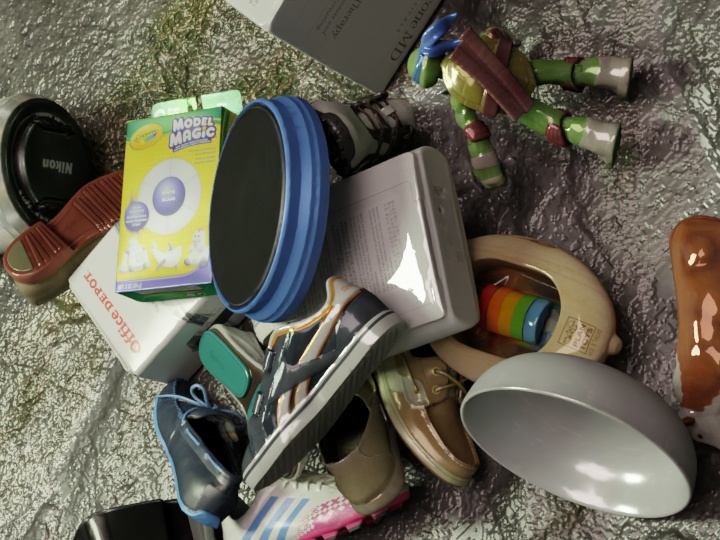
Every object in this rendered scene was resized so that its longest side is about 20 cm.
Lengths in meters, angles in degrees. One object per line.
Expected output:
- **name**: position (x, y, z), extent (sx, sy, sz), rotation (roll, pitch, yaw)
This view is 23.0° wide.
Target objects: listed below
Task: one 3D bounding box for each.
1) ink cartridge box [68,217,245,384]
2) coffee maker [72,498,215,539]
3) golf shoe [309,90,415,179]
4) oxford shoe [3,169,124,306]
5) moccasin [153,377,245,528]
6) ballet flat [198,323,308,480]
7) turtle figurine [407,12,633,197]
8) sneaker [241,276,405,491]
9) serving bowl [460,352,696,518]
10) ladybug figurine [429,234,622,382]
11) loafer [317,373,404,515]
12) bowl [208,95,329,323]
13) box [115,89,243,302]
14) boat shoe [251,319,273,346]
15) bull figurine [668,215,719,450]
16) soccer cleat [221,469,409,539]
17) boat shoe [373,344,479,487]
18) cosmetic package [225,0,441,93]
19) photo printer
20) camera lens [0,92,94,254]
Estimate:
- **ink cartridge box**: position (-0.174, -0.006, 1.753), extent (0.200, 0.084, 0.144), rotation (-47, 59, 12)
- **coffee maker**: position (-0.201, 0.320, 1.624), extent (0.135, 0.192, 0.201), rotation (-43, 56, 35)
- **golf shoe**: position (0.001, -0.134, 1.614), extent (0.094, 0.200, 0.078), rotation (-34, 88, 4)
- **oxford shoe**: position (-0.271, -0.037, 1.814), extent (0.200, 0.075, 0.070), rotation (-31, 54, -15)
- **moccasin**: position (-0.141, 0.162, 1.676), extent (0.068, 0.080, 0.200), rotation (-52, 35, 17)
- **ballet flat**: position (-0.083, 0.117, 1.667), extent (0.070, 0.069, 0.200), rotation (-50, 48, 12)
- **turtle figurine**: position (0.141, -0.144, 1.587), extent (0.193, 0.201, 0.144), rotation (11, 39, 11)
- **sneaker**: position (-0.049, 0.094, 1.507), extent (0.079, 0.078, 0.200), rotation (43, 105, 16)
- **serving bowl**: position (0.184, 0.124, 1.440), extent (0.199, 0.200, 0.066), rotation (8, 59, 34)
- **ladybug figurine**: position (0.143, 0.043, 1.545), extent (0.199, 0.072, 0.136), rotation (22, 86, 35)
- **loafer**: position (-0.009, 0.129, 1.590), extent (0.076, 0.068, 0.200), rotation (-32, 37, 7)
- **bowl**: position (-0.085, -0.054, 1.555), extent (0.200, 0.039, 0.202), rotation (-174, 90, -65)
- **box**: position (-0.170, -0.075, 1.692), extent (0.117, 0.048, 0.201), rotation (-6, 72, 29)
- **boat shoe**: position (-0.035, -0.010, 1.674), extent (0.201, 0.070, 0.072), rotation (-40, 66, 22)
- **bull figurine**: position (0.305, 0.045, 1.450), extent (0.121, 0.065, 0.201), rotation (-12, 74, 25)
- **soccer cleat**: position (-0.050, 0.212, 1.623), extent (0.199, 0.070, 0.087), rotation (-25, 79, 27)
- **boat shoe**: position (0.058, 0.099, 1.586), extent (0.066, 0.074, 0.200), rotation (-42, 60, 23)
- **cosmetic package**: position (-0.040, -0.299, 1.672), extent (0.166, 0.200, 0.168), rotation (38, 99, 34)
- **photo printer**: position (0.000, 0.000, 1.564), extent (0.199, 0.069, 0.167), rotation (-22, 71, 33)
- **camera lens**: position (-0.395, -0.095, 1.870), extent (0.199, 0.160, 0.161), rotation (-8, 73, 30)
